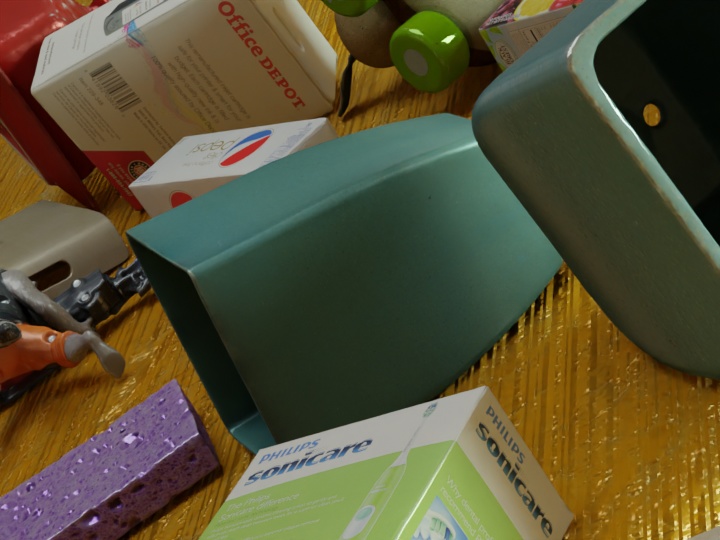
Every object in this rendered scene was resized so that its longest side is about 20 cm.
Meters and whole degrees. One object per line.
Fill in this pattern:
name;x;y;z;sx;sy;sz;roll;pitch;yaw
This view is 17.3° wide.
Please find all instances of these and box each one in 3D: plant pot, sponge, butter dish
plant pot;0.000;0.000;1.336;0.200;0.141;0.141;-30;18;-12
sponge;-0.179;0.147;1.430;0.200;0.030;0.112;-34;19;-1
butter dish;-0.260;-0.181;2.018;0.148;0.200;0.199;-39;36;-8
plant pot;0.168;-0.069;1.158;0.196;0.196;0.200;-43;13;-22

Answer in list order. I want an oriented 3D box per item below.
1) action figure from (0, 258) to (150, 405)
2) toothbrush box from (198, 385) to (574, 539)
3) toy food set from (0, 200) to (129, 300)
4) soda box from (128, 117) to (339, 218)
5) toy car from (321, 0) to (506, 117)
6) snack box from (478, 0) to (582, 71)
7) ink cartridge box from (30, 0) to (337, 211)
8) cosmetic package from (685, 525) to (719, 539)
action figure;-0.233;0.033;1.684;0.200;0.105;0.193;-39;29;-7
toothbrush box;-0.014;0.156;1.061;0.146;0.086;0.200;-19;25;37
toy food set;-0.281;0.006;1.906;0.143;0.060;0.200;-29;18;-21
soda box;-0.081;-0.058;1.696;0.064;0.068;0.200;-44;22;-26
toy car;0.041;-0.187;1.774;0.164;0.158;0.200;-42;-8;-31
snack box;0.191;-0.217;1.657;0.142;0.053;0.200;-9;31;49
ink cartridge box;-0.138;-0.157;1.890;0.200;0.148;0.086;-26;32;19
cosmetic package;0.118;0.158;0.823;0.200;0.103;0.087;-25;22;21
